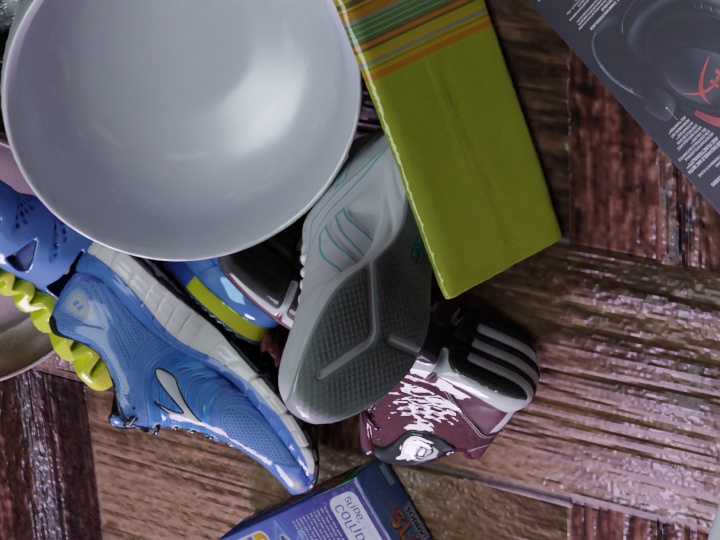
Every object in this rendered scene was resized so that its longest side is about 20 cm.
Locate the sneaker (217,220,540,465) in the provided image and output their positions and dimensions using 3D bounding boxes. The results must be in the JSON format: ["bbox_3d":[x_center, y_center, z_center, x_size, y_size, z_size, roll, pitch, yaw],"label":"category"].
[{"bbox_3d":[-0.003,0.056,1.265,0.199,0.076,0.116,27,133,3],"label":"sneaker"}]

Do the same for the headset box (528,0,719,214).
[{"bbox_3d":[0.198,-0.120,1.055,0.200,0.075,0.149,48,130,7],"label":"headset box"}]

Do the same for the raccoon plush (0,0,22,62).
[{"bbox_3d":[-0.301,-0.126,1.367,0.097,0.134,0.200,47,130,9],"label":"raccoon plush"}]

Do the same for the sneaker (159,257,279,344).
[{"bbox_3d":[-0.106,-0.045,1.326,0.200,0.066,0.079,41,102,20],"label":"sneaker"}]

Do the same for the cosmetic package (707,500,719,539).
[{"bbox_3d":[0.278,0.101,1.044,0.166,0.166,0.201,26,123,23],"label":"cosmetic package"}]

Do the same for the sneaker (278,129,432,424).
[{"bbox_3d":[0.000,0.000,1.193,0.080,0.201,0.070,-7,137,44],"label":"sneaker"}]

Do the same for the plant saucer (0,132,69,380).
[{"bbox_3d":[-0.262,-0.012,1.395,0.198,0.032,0.202,-7,125,-9],"label":"plant saucer"}]

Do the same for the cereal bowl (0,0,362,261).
[{"bbox_3d":[-0.100,-0.111,1.200,0.198,0.084,0.202,-4,120,-6],"label":"cereal bowl"}]

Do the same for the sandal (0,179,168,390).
[{"bbox_3d":[-0.189,-0.016,1.349,0.087,0.080,0.200,-36,130,7],"label":"sandal"}]

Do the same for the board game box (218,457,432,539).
[{"bbox_3d":[0.011,0.230,1.380,0.135,0.034,0.201,-27,94,40],"label":"board game box"}]

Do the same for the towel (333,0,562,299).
[{"bbox_3d":[0.043,-0.093,1.176,0.018,0.086,0.201,2,115,61],"label":"towel"}]

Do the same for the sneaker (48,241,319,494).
[{"bbox_3d":[-0.106,0.070,1.328,0.200,0.079,0.089,42,97,-7],"label":"sneaker"}]
